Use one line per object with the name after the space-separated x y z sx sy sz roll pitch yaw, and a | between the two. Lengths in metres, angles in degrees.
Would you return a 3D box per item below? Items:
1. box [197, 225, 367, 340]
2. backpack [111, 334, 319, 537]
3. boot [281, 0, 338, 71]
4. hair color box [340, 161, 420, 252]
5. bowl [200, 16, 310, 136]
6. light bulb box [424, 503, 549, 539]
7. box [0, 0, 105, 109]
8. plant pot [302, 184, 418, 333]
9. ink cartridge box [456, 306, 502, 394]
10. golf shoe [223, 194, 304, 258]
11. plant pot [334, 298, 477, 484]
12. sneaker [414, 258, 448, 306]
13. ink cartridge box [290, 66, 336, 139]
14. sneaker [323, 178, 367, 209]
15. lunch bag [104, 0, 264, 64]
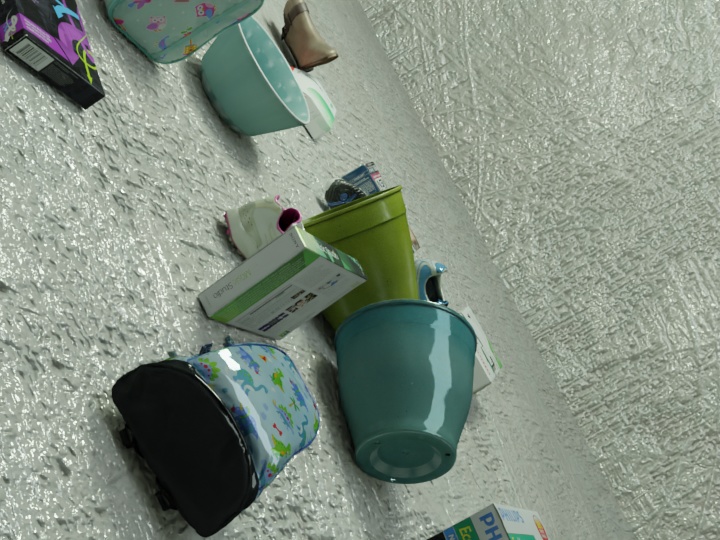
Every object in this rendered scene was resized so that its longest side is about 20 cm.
-0.089 0.020 1.465 0.037 0.144 0.200 59 12 19 | box
-0.122 0.143 1.139 0.164 0.153 0.200 56 -1 10 | backpack
-0.110 -0.484 2.481 0.200 0.070 0.148 -4 -79 65 | boot
0.042 -0.114 2.420 0.201 0.060 0.100 61 14 -2 | hair color box
-0.173 -0.287 1.884 0.201 0.105 0.201 55 14 -20 | bowl
0.119 0.368 1.385 0.126 0.199 0.198 65 14 22 | light bulb box
-0.358 -0.291 1.353 0.143 0.036 0.201 38 25 -59 | box
0.000 0.000 1.789 0.200 0.199 0.194 -43 113 -76 | plant pot
0.199 0.161 2.374 0.147 0.084 0.200 60 13 1 | ink cartridge box
-0.102 -0.032 1.646 0.200 0.091 0.076 45 19 -53 | golf shoe
0.061 0.174 1.637 0.200 0.199 0.189 48 32 -42 | plant pot
0.106 0.081 1.980 0.072 0.072 0.202 -16 112 -51 | sneaker
-0.120 -0.366 2.379 0.201 0.050 0.161 59 13 -17 | ink cartridge box
-0.018 -0.115 2.212 0.077 0.076 0.200 42 1 35 | sneaker
-0.231 -0.372 1.637 0.160 0.199 0.078 45 21 -52 | lunch bag
